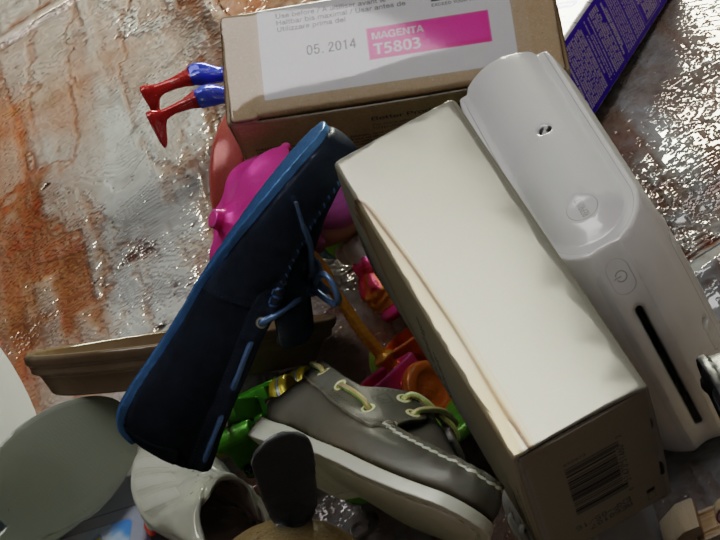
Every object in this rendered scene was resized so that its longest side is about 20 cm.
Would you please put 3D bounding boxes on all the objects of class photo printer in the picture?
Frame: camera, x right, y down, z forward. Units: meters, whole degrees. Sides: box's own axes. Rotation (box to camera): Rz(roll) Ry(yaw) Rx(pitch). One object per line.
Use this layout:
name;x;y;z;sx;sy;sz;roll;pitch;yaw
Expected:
photo printer;0.131;-0.006;1.141;0.069;0.167;0.200;-29;36;5

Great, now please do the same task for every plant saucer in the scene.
plant saucer;-0.112;0.053;1.342;0.198;0.030;0.200;-8;1;0

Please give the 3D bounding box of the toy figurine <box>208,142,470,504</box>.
toy figurine;0.000;0.000;1.218;0.150;0.184;0.200;-32;13;45

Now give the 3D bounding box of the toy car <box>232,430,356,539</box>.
toy car;-0.018;0.174;0.991;0.164;0.201;0.158;-42;30;-16

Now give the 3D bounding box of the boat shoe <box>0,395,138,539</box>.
boat shoe;-0.220;0.151;1.285;0.201;0.070;0.071;-43;7;-20

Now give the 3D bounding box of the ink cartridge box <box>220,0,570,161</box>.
ink cartridge box;0.026;-0.102;1.280;0.198;0.165;0.076;-8;68;3

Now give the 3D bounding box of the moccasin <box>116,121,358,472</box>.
moccasin;-0.052;0.016;1.119;0.201;0.068;0.081;-56;3;18

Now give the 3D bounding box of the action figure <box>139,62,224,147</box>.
action figure;-0.076;-0.161;1.706;0.199;0.052;0.066;-25;35;5

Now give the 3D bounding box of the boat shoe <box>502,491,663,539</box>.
boat shoe;0.104;0.116;1.095;0.066;0.072;0.201;-38;31;18

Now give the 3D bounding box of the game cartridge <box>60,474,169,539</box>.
game cartridge;-0.180;0.205;1.274;0.133;0.041;0.201;-16;33;20

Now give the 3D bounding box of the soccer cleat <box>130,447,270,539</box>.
soccer cleat;-0.084;0.139;1.220;0.069;0.078;0.200;-2;27;-19

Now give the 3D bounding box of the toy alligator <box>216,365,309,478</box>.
toy alligator;-0.059;0.097;1.244;0.059;0.055;0.200;-25;-1;15

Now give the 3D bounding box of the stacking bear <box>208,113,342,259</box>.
stacking bear;0.010;-0.063;1.417;0.199;0.122;0.114;-3;9;23

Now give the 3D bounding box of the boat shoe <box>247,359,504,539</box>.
boat shoe;0.012;0.086;1.061;0.060;0.072;0.201;-55;28;-12

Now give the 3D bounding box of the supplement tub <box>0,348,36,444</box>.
supplement tub;-0.326;0.129;1.415;0.199;0.146;0.146;-28;29;8

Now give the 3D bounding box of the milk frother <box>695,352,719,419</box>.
milk frother;0.273;0.086;0.927;0.187;0.201;0.180;-26;-9;5

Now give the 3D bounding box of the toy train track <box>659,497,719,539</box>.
toy train track;0.237;0.089;1.042;0.199;0.033;0.115;-25;30;12

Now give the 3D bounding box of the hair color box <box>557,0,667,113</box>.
hair color box;0.131;-0.160;1.480;0.109;0.065;0.200;-6;34;39

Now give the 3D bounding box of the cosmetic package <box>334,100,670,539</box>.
cosmetic package;0.068;0.027;1.028;0.073;0.104;0.200;-28;52;-5
